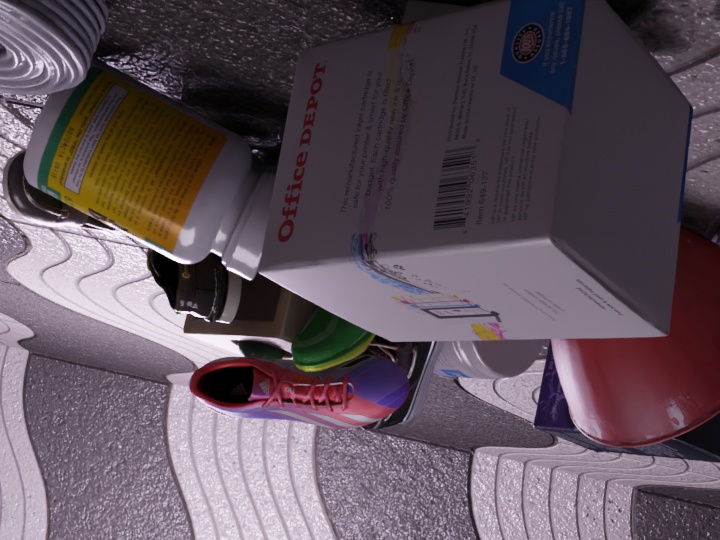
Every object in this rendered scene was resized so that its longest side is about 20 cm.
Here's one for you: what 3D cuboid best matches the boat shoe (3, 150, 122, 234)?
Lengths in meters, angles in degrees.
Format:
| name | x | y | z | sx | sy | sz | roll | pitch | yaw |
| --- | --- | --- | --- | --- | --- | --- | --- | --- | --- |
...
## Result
| name | x | y | z | sx | sy | sz | roll | pitch | yaw |
| --- | --- | --- | --- | --- | --- | --- | --- | --- | --- |
| boat shoe | -0.237 | -0.069 | 1.085 | 0.056 | 0.068 | 0.200 | -3 | 173 | 19 |

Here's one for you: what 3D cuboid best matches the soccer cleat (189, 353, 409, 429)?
| name | x | y | z | sx | sy | sz | roll | pitch | yaw |
| --- | --- | --- | --- | --- | --- | --- | --- | --- | --- |
| soccer cleat | -0.056 | 0.106 | 1.097 | 0.196 | 0.068 | 0.076 | 1 | 175 | 17 |

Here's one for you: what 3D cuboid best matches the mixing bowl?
| name | x | y | z | sx | sy | sz | roll | pitch | yaw |
| --- | --- | --- | --- | --- | --- | --- | --- | --- | --- |
| mixing bowl | 0.231 | 0.033 | 1.011 | 0.199 | 0.201 | 0.109 | -5 | 133 | 53 |

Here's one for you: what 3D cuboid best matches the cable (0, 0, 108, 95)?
| name | x | y | z | sx | sy | sz | roll | pitch | yaw |
| --- | --- | --- | --- | --- | --- | --- | --- | --- | --- |
| cable | -0.270 | -0.184 | 0.820 | 0.197 | 0.070 | 0.200 | 15 | 167 | -6 |

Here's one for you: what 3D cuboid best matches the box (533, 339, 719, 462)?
| name | x | y | z | sx | sy | sz | roll | pitch | yaw |
| --- | --- | --- | --- | --- | --- | --- | --- | --- | --- |
| box | 0.298 | 0.114 | 1.304 | 0.103 | 0.150 | 0.199 | 23 | 163 | -34 |

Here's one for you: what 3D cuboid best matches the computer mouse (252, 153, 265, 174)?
| name | x | y | z | sx | sy | sz | roll | pitch | yaw |
| --- | --- | --- | --- | --- | --- | --- | --- | --- | --- |
| computer mouse | -0.146 | -0.097 | 1.122 | 0.198 | 0.044 | 0.109 | 8 | 162 | 48 |

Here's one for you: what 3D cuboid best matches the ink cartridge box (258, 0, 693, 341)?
| name | x | y | z | sx | sy | sz | roll | pitch | yaw |
| --- | --- | --- | --- | --- | --- | --- | --- | --- | --- |
| ink cartridge box | 0.067 | -0.049 | 0.710 | 0.198 | 0.150 | 0.144 | -4 | 157 | 39 |

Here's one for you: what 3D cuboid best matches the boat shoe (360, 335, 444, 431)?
| name | x | y | z | sx | sy | sz | roll | pitch | yaw |
| --- | --- | --- | --- | --- | --- | --- | --- | --- | --- |
| boat shoe | 0.035 | 0.075 | 1.167 | 0.072 | 0.203 | 0.070 | 29 | -140 | 33 |

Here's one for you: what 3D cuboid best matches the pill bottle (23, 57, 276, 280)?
| name | x | y | z | sx | sy | sz | roll | pitch | yaw |
| --- | --- | --- | --- | --- | --- | --- | --- | --- | --- |
| pill bottle | -0.155 | -0.075 | 0.976 | 0.198 | 0.114 | 0.113 | 27 | 166 | -4 |

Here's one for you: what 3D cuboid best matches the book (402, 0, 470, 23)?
| name | x | y | z | sx | sy | sz | roll | pitch | yaw |
| --- | --- | --- | --- | --- | --- | --- | --- | --- | --- |
| book | 0.106 | -0.111 | 0.813 | 0.131 | 0.049 | 0.200 | 8 | 163 | 13 |

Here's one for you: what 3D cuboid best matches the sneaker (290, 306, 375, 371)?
| name | x | y | z | sx | sy | sz | roll | pitch | yaw |
| --- | --- | --- | --- | --- | --- | --- | --- | --- | --- |
| sneaker | 0.000 | 0.000 | 1.078 | 0.084 | 0.201 | 0.074 | 43 | 172 | -29 |

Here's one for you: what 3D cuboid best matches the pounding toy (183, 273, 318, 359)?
| name | x | y | z | sx | sy | sz | roll | pitch | yaw |
| --- | --- | --- | --- | --- | --- | --- | --- | --- | --- |
| pounding toy | -0.072 | 0.029 | 1.207 | 0.141 | 0.203 | 0.182 | 24 | 163 | -40 |

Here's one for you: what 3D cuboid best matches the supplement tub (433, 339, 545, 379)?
| name | x | y | z | sx | sy | sz | roll | pitch | yaw |
| --- | --- | --- | --- | --- | --- | --- | --- | --- | --- |
| supplement tub | 0.079 | 0.042 | 1.259 | 0.131 | 0.134 | 0.198 | 24 | 164 | -40 |

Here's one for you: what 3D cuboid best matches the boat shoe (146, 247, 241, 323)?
| name | x | y | z | sx | sy | sz | roll | pitch | yaw |
| --- | --- | --- | --- | --- | --- | --- | --- | --- | --- |
| boat shoe | -0.168 | -0.012 | 1.159 | 0.060 | 0.073 | 0.201 | 7 | -163 | -26 |
